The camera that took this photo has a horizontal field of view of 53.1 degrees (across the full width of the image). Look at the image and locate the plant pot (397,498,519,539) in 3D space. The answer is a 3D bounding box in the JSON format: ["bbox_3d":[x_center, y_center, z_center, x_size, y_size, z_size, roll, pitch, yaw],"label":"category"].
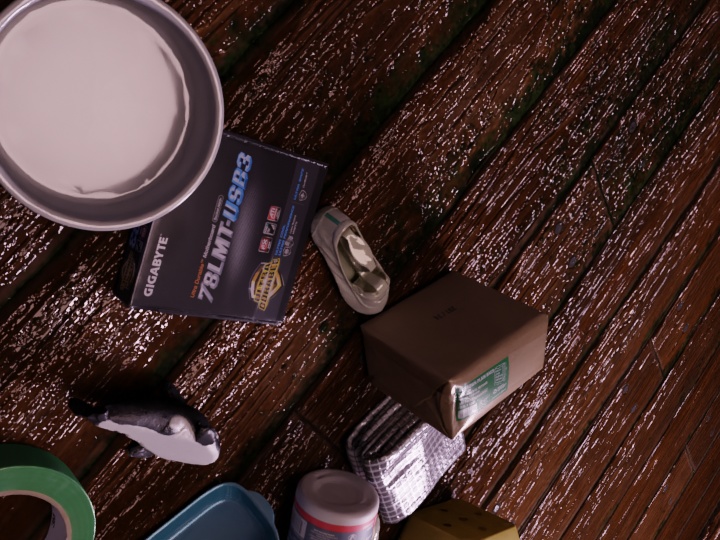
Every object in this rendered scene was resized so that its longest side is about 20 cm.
[{"bbox_3d":[0.168,0.509,1.233,0.199,0.199,0.178,2,96,-43],"label":"plant pot"}]

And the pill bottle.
[{"bbox_3d":[-0.048,0.399,1.022,0.119,0.119,0.202,-3,111,-42],"label":"pill bottle"}]

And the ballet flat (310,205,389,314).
[{"bbox_3d":[0.000,0.000,0.928,0.070,0.069,0.201,-47,134,-17],"label":"ballet flat"}]

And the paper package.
[{"bbox_3d":[0.131,0.107,1.009,0.199,0.190,0.104,-27,125,-30],"label":"paper package"}]

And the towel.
[{"bbox_3d":[0.081,0.269,1.109,0.200,0.085,0.167,-38,131,-25],"label":"towel"}]

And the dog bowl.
[{"bbox_3d":[-0.223,-0.140,0.615,0.198,0.079,0.202,-9,111,-25],"label":"dog bowl"}]

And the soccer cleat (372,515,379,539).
[{"bbox_3d":[-0.002,0.460,1.122,0.077,0.069,0.202,16,104,-17],"label":"soccer cleat"}]

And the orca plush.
[{"bbox_3d":[-0.230,0.160,0.804,0.105,0.072,0.199,-31,141,32],"label":"orca plush"}]

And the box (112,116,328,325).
[{"bbox_3d":[-0.146,-0.048,0.785,0.198,0.050,0.202,11,99,-46],"label":"box"}]

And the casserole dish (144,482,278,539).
[{"bbox_3d":[-0.192,0.352,0.878,0.199,0.121,0.039,-35,159,-28],"label":"casserole dish"}]

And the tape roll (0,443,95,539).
[{"bbox_3d":[-0.370,0.275,0.716,0.199,0.048,0.202,-20,121,-36],"label":"tape roll"}]
